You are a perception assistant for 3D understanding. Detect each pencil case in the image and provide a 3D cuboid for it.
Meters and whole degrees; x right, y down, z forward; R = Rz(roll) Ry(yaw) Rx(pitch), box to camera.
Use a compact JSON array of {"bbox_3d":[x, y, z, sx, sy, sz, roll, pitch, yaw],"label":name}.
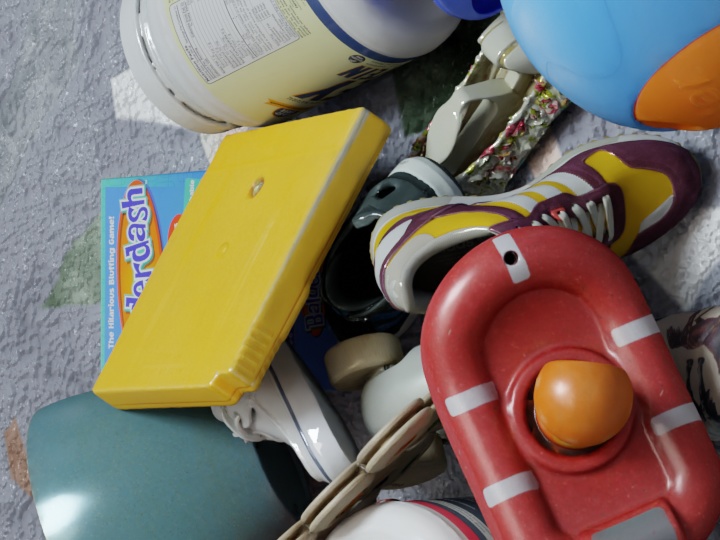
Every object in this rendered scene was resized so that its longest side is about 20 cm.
[{"bbox_3d":[0.213,0.062,1.449,0.200,0.078,0.090,-11,83,44],"label":"pencil case"}]

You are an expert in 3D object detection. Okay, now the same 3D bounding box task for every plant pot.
[{"bbox_3d":[-0.111,0.153,1.710,0.135,0.200,0.200,-26,68,12],"label":"plant pot"}]

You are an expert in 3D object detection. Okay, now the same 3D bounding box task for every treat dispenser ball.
[{"bbox_3d":[0.172,-0.175,1.411,0.201,0.201,0.201,-2,88,45],"label":"treat dispenser ball"}]

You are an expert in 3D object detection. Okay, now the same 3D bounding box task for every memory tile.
[{"bbox_3d":[-0.008,0.134,1.496,0.017,0.153,0.200,46,112,8],"label":"memory tile"}]

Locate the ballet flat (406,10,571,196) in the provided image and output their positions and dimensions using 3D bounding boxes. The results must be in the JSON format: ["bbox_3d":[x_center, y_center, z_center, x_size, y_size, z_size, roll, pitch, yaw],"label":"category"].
[{"bbox_3d":[0.090,-0.113,1.587,0.076,0.064,0.200,48,120,36],"label":"ballet flat"}]

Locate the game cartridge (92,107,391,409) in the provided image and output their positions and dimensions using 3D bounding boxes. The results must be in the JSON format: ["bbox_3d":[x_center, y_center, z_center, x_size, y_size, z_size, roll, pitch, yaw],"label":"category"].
[{"bbox_3d":[-0.075,-0.004,1.622,0.176,0.032,0.200,-6,54,58],"label":"game cartridge"}]

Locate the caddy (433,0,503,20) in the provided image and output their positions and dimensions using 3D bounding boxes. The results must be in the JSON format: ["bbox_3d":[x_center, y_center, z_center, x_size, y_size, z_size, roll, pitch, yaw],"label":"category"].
[{"bbox_3d":[0.072,-0.247,1.532,0.105,0.141,0.200,18,78,34],"label":"caddy"}]

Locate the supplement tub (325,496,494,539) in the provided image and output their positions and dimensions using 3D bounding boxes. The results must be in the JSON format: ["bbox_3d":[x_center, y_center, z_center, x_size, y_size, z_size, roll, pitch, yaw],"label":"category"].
[{"bbox_3d":[0.078,0.199,1.493,0.140,0.200,0.141,-1,88,44],"label":"supplement tub"}]

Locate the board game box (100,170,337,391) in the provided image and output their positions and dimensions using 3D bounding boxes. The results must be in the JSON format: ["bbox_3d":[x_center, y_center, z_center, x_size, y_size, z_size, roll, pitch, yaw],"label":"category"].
[{"bbox_3d":[-0.100,0.007,1.783,0.200,0.045,0.152,-3,87,45],"label":"board game box"}]

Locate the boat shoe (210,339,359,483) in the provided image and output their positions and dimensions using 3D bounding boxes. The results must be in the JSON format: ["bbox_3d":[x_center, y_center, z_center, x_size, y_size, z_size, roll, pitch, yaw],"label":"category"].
[{"bbox_3d":[-0.062,0.079,1.644,0.065,0.074,0.200,-37,41,0],"label":"boat shoe"}]

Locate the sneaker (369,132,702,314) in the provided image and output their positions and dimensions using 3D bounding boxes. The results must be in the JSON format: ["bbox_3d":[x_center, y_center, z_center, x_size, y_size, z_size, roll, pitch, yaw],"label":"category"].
[{"bbox_3d":[0.107,-0.017,1.490,0.090,0.200,0.075,-111,2,-67],"label":"sneaker"}]

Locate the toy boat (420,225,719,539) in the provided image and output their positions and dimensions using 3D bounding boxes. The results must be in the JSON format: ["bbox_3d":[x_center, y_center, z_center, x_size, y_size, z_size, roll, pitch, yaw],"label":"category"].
[{"bbox_3d":[0.113,0.070,1.379,0.131,0.130,0.200,100,147,-78],"label":"toy boat"}]

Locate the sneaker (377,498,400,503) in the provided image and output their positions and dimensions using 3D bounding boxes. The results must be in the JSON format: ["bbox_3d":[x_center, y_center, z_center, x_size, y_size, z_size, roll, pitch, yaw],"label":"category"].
[{"bbox_3d":[-0.049,0.223,1.648,0.115,0.078,0.200,5,50,41],"label":"sneaker"}]

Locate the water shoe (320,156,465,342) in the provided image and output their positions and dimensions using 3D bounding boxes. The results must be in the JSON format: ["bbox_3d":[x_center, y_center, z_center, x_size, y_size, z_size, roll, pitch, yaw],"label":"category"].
[{"bbox_3d":[0.000,0.000,1.617,0.072,0.079,0.200,45,147,12],"label":"water shoe"}]

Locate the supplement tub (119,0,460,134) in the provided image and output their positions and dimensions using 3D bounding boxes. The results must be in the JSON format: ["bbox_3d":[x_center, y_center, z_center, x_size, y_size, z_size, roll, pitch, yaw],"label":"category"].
[{"bbox_3d":[-0.045,-0.177,1.664,0.200,0.145,0.145,-23,73,42],"label":"supplement tub"}]

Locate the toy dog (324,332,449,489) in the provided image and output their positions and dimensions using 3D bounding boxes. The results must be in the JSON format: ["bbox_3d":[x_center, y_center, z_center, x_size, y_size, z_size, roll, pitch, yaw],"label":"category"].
[{"bbox_3d":[0.079,0.068,1.593,0.200,0.096,0.132,-4,82,30],"label":"toy dog"}]
